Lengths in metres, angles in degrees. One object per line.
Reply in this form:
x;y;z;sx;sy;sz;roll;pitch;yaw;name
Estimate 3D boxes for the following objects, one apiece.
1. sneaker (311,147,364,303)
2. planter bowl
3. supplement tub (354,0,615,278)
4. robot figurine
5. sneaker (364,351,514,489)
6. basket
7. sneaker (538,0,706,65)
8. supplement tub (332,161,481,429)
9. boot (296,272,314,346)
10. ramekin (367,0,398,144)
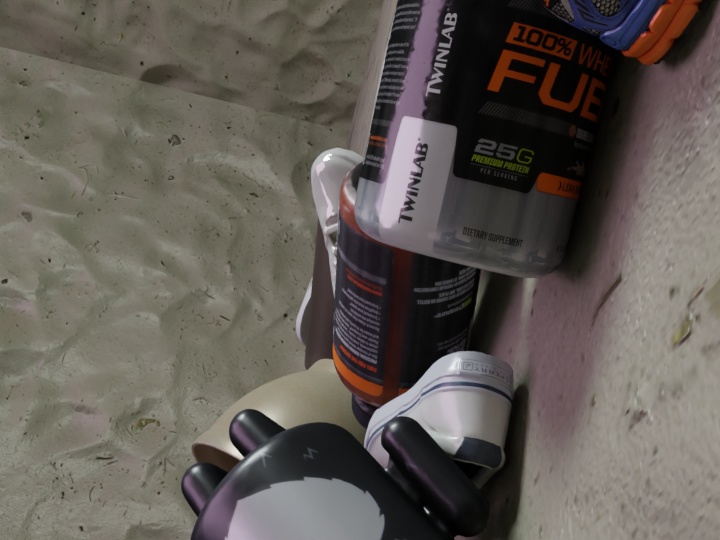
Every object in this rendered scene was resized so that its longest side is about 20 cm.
0.000;0.000;0.728;0.088;0.074;0.203;-34;-74;-52;sneaker
-0.032;0.166;0.768;0.135;0.199;0.201;-51;-8;-27;planter bowl
0.072;-0.107;0.469;0.123;0.120;0.204;-110;32;-81;supplement tub
-0.016;0.165;0.472;0.200;0.123;0.153;41;124;34;robot figurine
0.041;0.122;0.564;0.201;0.072;0.072;111;174;-58;sneaker
0.012;0.008;0.862;0.181;0.133;0.204;-79;-1;-75;basket
0.121;-0.197;0.375;0.075;0.077;0.204;148;134;-82;sneaker
0.031;0.026;0.633;0.108;0.104;0.203;-85;0;-56;supplement tub
-0.020;-0.009;0.978;0.202;0.073;0.095;-57;28;-6;boot
0.071;-0.149;0.683;0.200;0.103;0.205;-168;90;-85;ramekin
